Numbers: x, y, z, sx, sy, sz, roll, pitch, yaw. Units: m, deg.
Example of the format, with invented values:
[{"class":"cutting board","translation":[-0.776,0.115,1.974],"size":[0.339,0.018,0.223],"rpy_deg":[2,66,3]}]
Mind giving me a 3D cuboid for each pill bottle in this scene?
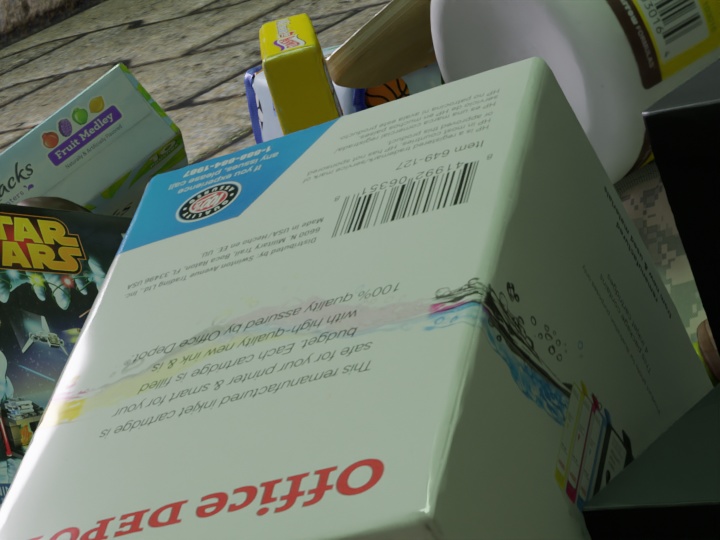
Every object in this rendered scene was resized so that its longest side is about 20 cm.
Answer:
[{"class":"pill bottle","translation":[0.131,-0.118,0.923],"size":[0.200,0.110,0.109],"rpy_deg":[-31,17,-28]}]

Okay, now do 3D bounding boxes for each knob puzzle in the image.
[{"class":"knob puzzle","translation":[0.061,-0.142,1.026],"size":[0.219,0.031,0.220],"rpy_deg":[-34,-5,-3]}]

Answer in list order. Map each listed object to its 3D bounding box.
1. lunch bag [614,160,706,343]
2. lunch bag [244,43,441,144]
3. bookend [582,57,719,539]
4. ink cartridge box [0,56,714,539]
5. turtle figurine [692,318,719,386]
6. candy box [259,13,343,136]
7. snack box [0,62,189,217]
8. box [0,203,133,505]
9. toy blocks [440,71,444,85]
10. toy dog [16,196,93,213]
[{"class":"lunch bag","translation":[0.184,-0.012,0.913],"size":[0.164,0.118,0.200],"rpy_deg":[-15,21,28]},{"class":"lunch bag","translation":[0.055,-0.093,1.414],"size":[0.199,0.124,0.170],"rpy_deg":[-11,9,-24]},{"class":"bookend","translation":[0.138,0.025,0.650],"size":[0.092,0.201,0.199],"rpy_deg":[-8,17,42]},{"class":"ink cartridge box","translation":[0.004,0.066,0.690],"size":[0.147,0.145,0.200],"rpy_deg":[-15,33,26]},{"class":"turtle figurine","translation":[0.094,0.062,0.819],"size":[0.161,0.064,0.200],"rpy_deg":[-15,40,26]},{"class":"candy box","translation":[0.000,0.000,0.942],"size":[0.026,0.201,0.102],"rpy_deg":[-18,14,-1]},{"class":"snack box","translation":[-0.181,-0.013,1.214],"size":[0.200,0.053,0.142],"rpy_deg":[-38,-9,-7]},{"class":"box","translation":[-0.097,0.044,0.885],"size":[0.200,0.137,0.040],"rpy_deg":[5,-35,-41]},{"class":"toy blocks","translation":[0.067,-0.024,1.116],"size":[0.199,0.137,0.100],"rpy_deg":[-15,57,22]},{"class":"toy dog","translation":[-0.147,0.051,1.017],"size":[0.193,0.140,0.200],"rpy_deg":[17,-20,5]}]
